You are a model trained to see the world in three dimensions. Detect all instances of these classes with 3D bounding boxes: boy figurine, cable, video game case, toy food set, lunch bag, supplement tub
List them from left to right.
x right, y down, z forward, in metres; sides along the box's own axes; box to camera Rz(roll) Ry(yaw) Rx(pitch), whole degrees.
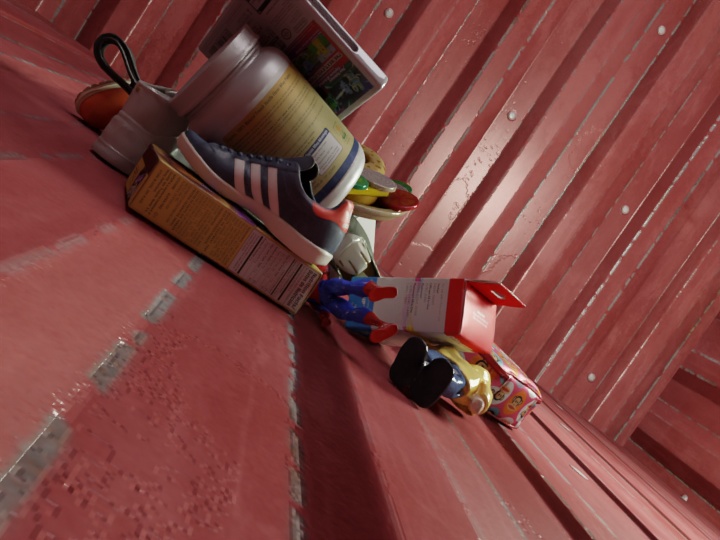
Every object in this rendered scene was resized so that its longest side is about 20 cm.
[{"bbox_3d":[-0.279,-0.220,0.920,0.199,0.098,0.050,38,1,5],"label":"cable"},{"bbox_3d":[-0.104,-0.156,0.790,0.200,0.144,0.144,47,-1,-22],"label":"supplement tub"},{"bbox_3d":[-0.085,-0.243,0.814,0.182,0.023,0.199,44,-32,-17],"label":"video game case"},{"bbox_3d":[-0.011,-0.130,0.976,0.197,0.049,0.197,-2,34,-48],"label":"toy food set"},{"bbox_3d":[0.103,0.127,0.821,0.124,0.065,0.199,38,3,29],"label":"boy figurine"},{"bbox_3d":[0.182,0.144,1.082,0.199,0.082,0.177,38,8,-46],"label":"lunch bag"}]

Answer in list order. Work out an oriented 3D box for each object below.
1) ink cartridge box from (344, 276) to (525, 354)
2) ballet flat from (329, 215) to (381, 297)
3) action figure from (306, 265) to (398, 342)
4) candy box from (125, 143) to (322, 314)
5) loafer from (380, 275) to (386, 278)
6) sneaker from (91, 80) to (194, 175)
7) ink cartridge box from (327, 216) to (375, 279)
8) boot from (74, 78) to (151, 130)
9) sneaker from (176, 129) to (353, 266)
[{"bbox_3d":[0.093,0.056,0.863,0.196,0.069,0.116,1,-16,31],"label":"ink cartridge box"},{"bbox_3d":[0.000,0.000,0.954,0.064,0.067,0.203,41,-21,57],"label":"ballet flat"},{"bbox_3d":[-0.031,0.027,0.766,0.051,0.067,0.199,-13,15,-27],"label":"action figure"},{"bbox_3d":[-0.141,-0.044,0.717,0.199,0.057,0.117,37,2,-27],"label":"candy box"},{"bbox_3d":[0.054,0.070,1.105,0.071,0.073,0.200,33,-10,44],"label":"loafer"},{"bbox_3d":[-0.220,-0.152,0.850,0.073,0.117,0.200,34,1,25],"label":"sneaker"},{"bbox_3d":[-0.070,-0.078,1.082,0.199,0.082,0.149,38,-37,31],"label":"ink cartridge box"},{"bbox_3d":[-0.285,-0.193,0.950,0.196,0.075,0.109,5,54,-28],"label":"boot"},{"bbox_3d":[-0.092,-0.094,0.704,0.198,0.085,0.075,37,4,3],"label":"sneaker"}]
